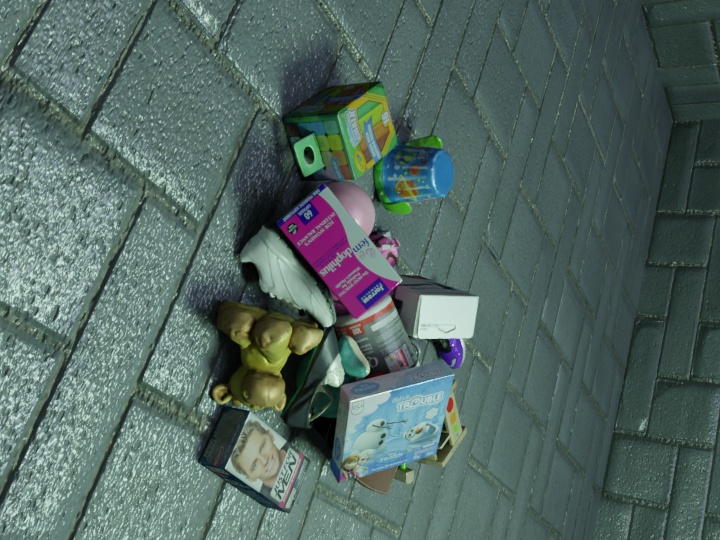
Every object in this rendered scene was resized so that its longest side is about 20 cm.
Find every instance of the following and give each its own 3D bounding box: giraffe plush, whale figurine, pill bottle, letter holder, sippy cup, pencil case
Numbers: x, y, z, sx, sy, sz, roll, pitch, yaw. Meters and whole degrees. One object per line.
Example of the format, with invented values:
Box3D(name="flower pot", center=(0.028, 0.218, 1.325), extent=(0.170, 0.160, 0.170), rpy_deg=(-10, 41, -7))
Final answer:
Box3D(name="giraffe plush", center=(-0.159, 0.146, 1.249), extent=(0.200, 0.171, 0.164), rpy_deg=(-35, 140, -90))
Box3D(name="whale figurine", center=(-0.050, 0.185, 1.365), extent=(0.103, 0.200, 0.160), rpy_deg=(-27, 77, -27))
Box3D(name="pill bottle", center=(0.039, 0.153, 1.422), extent=(0.116, 0.115, 0.202), rpy_deg=(-34, 103, -49))
Box3D(name="letter holder", center=(-0.008, 0.331, 1.509), extent=(0.200, 0.100, 0.143), rpy_deg=(47, 57, -47))
Box3D(name="sippy cup", center=(0.116, -0.198, 1.617), extent=(0.139, 0.129, 0.180), rpy_deg=(9, 85, -56))
Box3D(name="pencil case", center=(0.000, 0.000, 1.452), extent=(0.091, 0.093, 0.200), rpy_deg=(61, 35, -13))

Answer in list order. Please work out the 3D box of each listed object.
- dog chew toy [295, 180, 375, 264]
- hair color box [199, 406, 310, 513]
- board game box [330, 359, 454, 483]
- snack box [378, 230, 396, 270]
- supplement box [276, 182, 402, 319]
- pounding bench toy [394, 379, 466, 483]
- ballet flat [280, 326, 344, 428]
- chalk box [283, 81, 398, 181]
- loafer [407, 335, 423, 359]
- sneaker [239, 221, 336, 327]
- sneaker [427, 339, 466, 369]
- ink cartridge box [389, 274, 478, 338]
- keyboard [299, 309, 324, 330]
Box3D(name="dog chew toy", center=(-0.062, -0.060, 1.376), extent=(0.201, 0.124, 0.125), rpy_deg=(-54, 137, -17))
Box3D(name="hair color box", center=(-0.169, 0.315, 1.301), extent=(0.200, 0.060, 0.101), rpy_deg=(51, 52, -45))
Box3D(name="board game box", center=(0.053, 0.261, 1.354), extent=(0.198, 0.043, 0.201), rpy_deg=(-11, 128, -23))
Box3D(name="snack box", center=(0.050, 0.024, 1.631), extent=(0.072, 0.024, 0.202), rpy_deg=(-35, 121, -48))
Box3D(name="supplement box", center=(-0.034, -0.032, 1.272), extent=(0.101, 0.103, 0.200), rpy_deg=(-40, 96, 0))
Box3D(name="pounding bench toy", center=(0.119, 0.331, 1.675), extent=(0.200, 0.123, 0.157), rpy_deg=(-43, 127, -45))
Box3D(name="ballet flat", center=(-0.066, 0.183, 1.294), extent=(0.073, 0.073, 0.201), rpy_deg=(-13, 136, -55))
Box3D(name="chalk box", center=(-0.043, -0.235, 1.380), extent=(0.200, 0.123, 0.126), rpy_deg=(-47, 129, -44))
Box3D(name="loafer", center=(0.054, 0.193, 1.532), extent=(0.072, 0.200, 0.063), rpy_deg=(45, 29, 1))
Box3D(name="sneaker", center=(-0.115, 0.018, 1.292), extent=(0.200, 0.087, 0.075), rpy_deg=(50, 7, -7))
Box3D(name="sneaker", center=(0.179, 0.145, 1.807), extent=(0.099, 0.069, 0.202), rpy_deg=(-31, 114, -43))
Box3D(name="ink cartridge box", center=(0.111, 0.067, 1.530), extent=(0.143, 0.199, 0.085), rpy_deg=(3, 101, -33))
Box3D(name="keyboard", center=(-0.052, 0.035, 1.486), extent=(0.200, 0.020, 0.128), rpy_deg=(-35, 121, -49))
